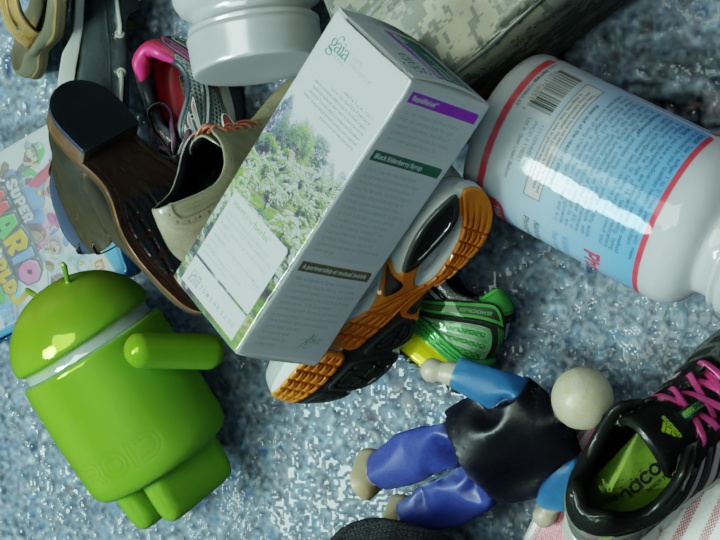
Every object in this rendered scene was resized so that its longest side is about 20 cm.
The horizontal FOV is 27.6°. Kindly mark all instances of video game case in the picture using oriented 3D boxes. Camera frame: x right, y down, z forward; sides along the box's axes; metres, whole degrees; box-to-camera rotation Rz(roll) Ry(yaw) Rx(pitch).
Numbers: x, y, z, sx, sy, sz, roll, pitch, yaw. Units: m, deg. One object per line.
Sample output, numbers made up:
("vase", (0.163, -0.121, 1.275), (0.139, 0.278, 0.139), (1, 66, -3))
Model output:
("video game case", (-0.283, -0.027, 1.206), (0.199, 0.018, 0.144), (-25, 77, 25))

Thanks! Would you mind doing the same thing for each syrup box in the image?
("syrup box", (-0.019, -0.047, 0.878), (0.079, 0.081, 0.200), (47, 111, 35))

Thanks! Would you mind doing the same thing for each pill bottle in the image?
("pill bottle", (-0.085, -0.242, 1.051), (0.113, 0.114, 0.201), (-11, 85, 27))
("pill bottle", (0.172, -0.048, 0.916), (0.200, 0.109, 0.109), (31, 103, 25))

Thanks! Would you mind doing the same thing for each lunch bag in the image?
("lunch bag", (0.070, -0.211, 0.953), (0.200, 0.139, 0.168), (-36, 80, 24))

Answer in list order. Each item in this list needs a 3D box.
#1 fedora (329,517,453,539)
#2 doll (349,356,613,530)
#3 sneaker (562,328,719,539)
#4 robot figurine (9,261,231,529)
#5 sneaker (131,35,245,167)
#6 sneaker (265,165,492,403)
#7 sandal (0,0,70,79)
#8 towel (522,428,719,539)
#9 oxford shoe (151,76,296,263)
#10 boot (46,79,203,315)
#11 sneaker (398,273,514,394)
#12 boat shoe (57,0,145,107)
("fedora", (0.017, 0.228, 0.986), (0.200, 0.201, 0.092), (-11, 50, 27))
("doll", (0.080, 0.114, 0.965), (0.200, 0.048, 0.137), (-30, 97, 36))
("sneaker", (0.196, 0.098, 0.895), (0.200, 0.087, 0.074), (-44, 65, 0))
("robot figurine", (-0.179, 0.088, 1.077), (0.175, 0.116, 0.200), (-25, 100, 51))
("sneaker", (-0.117, -0.079, 1.088), (0.080, 0.075, 0.201), (-30, 77, 24))
("sneaker", (0.000, 0.000, 0.961), (0.200, 0.076, 0.092), (-49, 51, 18))
("sandal", (-0.251, -0.208, 1.116), (0.200, 0.054, 0.081), (139, 138, -60))
("towel", (0.203, 0.198, 0.944), (0.200, 0.030, 0.147), (30, 100, 24))
("oxford shoe", (-0.077, -0.081, 1.010), (0.070, 0.200, 0.075), (-13, 126, 35))
("boot", (-0.165, -0.036, 1.065), (0.200, 0.075, 0.097), (56, 148, 15))
("sneaker", (0.021, -0.003, 1.022), (0.200, 0.078, 0.085), (36, 98, 14))
("boat shoe", (-0.198, -0.195, 1.141), (0.060, 0.076, 0.201), (7, 81, -11))
